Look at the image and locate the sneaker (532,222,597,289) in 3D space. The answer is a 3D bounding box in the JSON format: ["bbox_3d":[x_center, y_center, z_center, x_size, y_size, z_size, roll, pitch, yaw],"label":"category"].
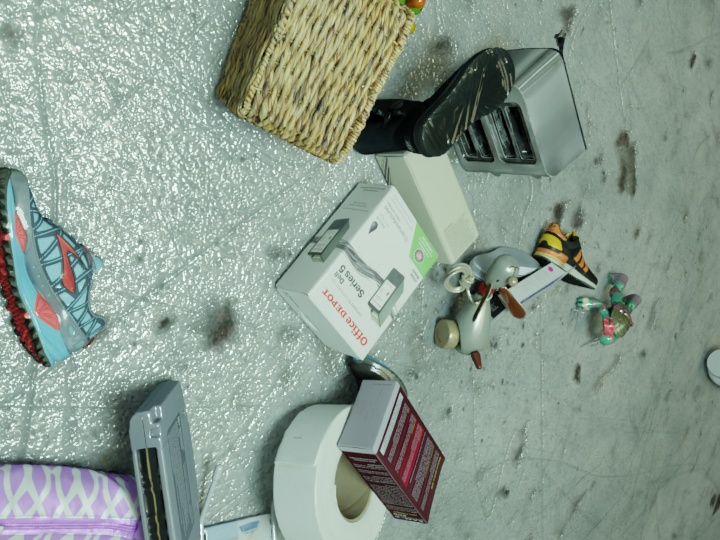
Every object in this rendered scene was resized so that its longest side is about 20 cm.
[{"bbox_3d":[0.423,-0.027,1.241,0.199,0.070,0.091,24,86,-38],"label":"sneaker"}]

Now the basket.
[{"bbox_3d":[-0.060,-0.251,0.731,0.148,0.143,0.202,19,103,-34],"label":"basket"}]

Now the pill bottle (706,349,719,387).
[{"bbox_3d":[1.102,0.302,1.853,0.199,0.110,0.112,29,79,-39],"label":"pill bottle"}]

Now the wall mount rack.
[{"bbox_3d":[-0.148,0.338,0.826,0.198,0.074,0.176,5,76,-42],"label":"wall mount rack"}]

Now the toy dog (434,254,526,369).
[{"bbox_3d":[0.199,0.079,1.009,0.130,0.097,0.202,-12,136,-16],"label":"toy dog"}]

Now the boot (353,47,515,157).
[{"bbox_3d":[0.093,-0.230,0.858,0.200,0.167,0.077,-47,124,-18],"label":"boot"}]

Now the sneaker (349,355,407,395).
[{"bbox_3d":[0.032,0.210,0.953,0.082,0.073,0.201,-44,122,-23],"label":"sneaker"}]

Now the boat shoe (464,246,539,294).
[{"bbox_3d":[0.247,0.009,1.106,0.199,0.070,0.067,-13,136,-50],"label":"boat shoe"}]

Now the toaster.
[{"bbox_3d":[0.234,-0.245,0.968,0.119,0.180,0.201,-42,123,-24],"label":"toaster"}]

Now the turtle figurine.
[{"bbox_3d":[0.540,0.104,1.353,0.200,0.100,0.151,-46,124,-31],"label":"turtle figurine"}]

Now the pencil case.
[{"bbox_3d":[-0.326,0.248,0.649,0.199,0.085,0.085,19,81,-42],"label":"pencil case"}]

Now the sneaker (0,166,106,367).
[{"bbox_3d":[-0.314,-0.010,0.629,0.095,0.079,0.203,-29,124,-43],"label":"sneaker"}]

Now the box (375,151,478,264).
[{"bbox_3d":[0.105,-0.112,0.958,0.082,0.068,0.201,-43,122,-26],"label":"box"}]

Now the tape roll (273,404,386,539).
[{"bbox_3d":[-0.035,0.288,0.865,0.202,0.070,0.205,15,73,-58],"label":"tape roll"}]

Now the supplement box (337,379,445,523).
[{"bbox_3d":[0.050,0.259,0.887,0.201,0.060,0.109,60,40,-35],"label":"supplement box"}]

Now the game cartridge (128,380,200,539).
[{"bbox_3d":[-0.217,0.236,0.709,0.040,0.133,0.203,-6,96,0],"label":"game cartridge"}]

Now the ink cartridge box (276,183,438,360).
[{"bbox_3d":[0.000,0.000,0.878,0.201,0.084,0.146,-52,126,-20],"label":"ink cartridge box"}]

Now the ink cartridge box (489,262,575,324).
[{"bbox_3d":[0.296,0.040,1.129,0.198,0.095,0.037,-23,71,-32],"label":"ink cartridge box"}]

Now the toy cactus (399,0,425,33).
[{"bbox_3d":[0.013,-0.403,0.820,0.198,0.102,0.168,-3,90,-30],"label":"toy cactus"}]
